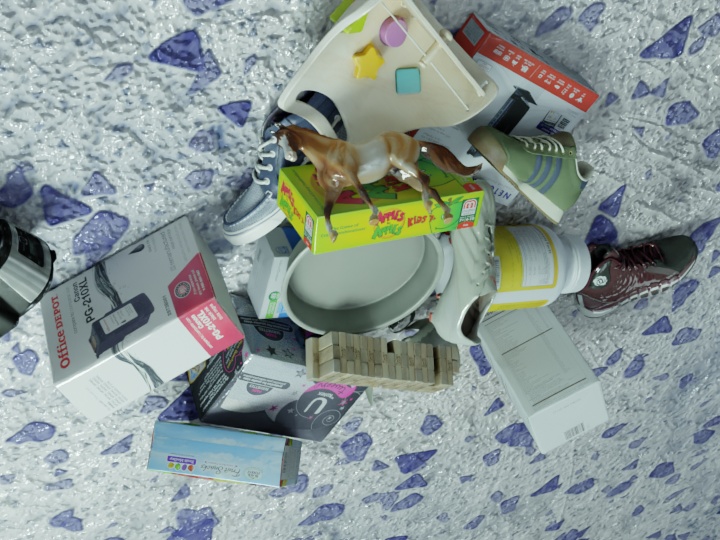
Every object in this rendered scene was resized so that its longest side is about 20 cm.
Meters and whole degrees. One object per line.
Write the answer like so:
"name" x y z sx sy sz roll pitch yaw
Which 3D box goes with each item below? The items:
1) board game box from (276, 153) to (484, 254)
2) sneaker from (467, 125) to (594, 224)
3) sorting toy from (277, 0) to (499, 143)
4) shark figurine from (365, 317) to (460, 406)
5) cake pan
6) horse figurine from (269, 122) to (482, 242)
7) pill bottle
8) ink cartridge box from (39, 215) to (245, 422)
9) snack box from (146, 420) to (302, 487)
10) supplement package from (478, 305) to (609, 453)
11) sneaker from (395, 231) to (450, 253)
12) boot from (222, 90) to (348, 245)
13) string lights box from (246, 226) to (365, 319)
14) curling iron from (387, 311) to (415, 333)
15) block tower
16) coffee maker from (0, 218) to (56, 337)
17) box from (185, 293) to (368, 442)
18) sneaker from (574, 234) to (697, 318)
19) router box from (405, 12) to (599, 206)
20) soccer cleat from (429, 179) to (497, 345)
"board game box" 0.021 -0.079 1.044 0.199 0.102 0.048 -10 129 -25
"sneaker" 0.208 -0.135 1.135 0.090 0.067 0.200 -47 136 10
"sorting toy" 0.011 -0.201 0.988 0.180 0.107 0.200 -43 136 7
"shark figurine" 0.089 0.119 1.335 0.214 0.128 0.090 -37 96 3
"cake pan" 0.000 0.000 1.144 0.199 0.037 0.201 -11 140 -10
"horse figurine" 0.019 -0.100 0.981 0.199 0.133 0.050 -11 148 -21
"pill bottle" 0.204 -0.004 1.295 0.199 0.112 0.112 -3 133 -25
"ink cartridge box" -0.249 0.054 1.088 0.199 0.145 0.084 -29 137 1
"snack box" -0.169 0.240 1.260 0.167 0.068 0.200 7 170 5
"supplement package" 0.256 0.139 1.397 0.113 0.201 0.110 -27 138 0
"sneaker" 0.035 -0.059 1.162 0.199 0.077 0.085 -7 113 -21
"boot" -0.094 -0.121 1.064 0.200 0.073 0.090 -42 130 4
"string lights box" -0.033 -0.001 1.212 0.199 0.059 0.103 -3 133 -25
"curling iron" -0.009 0.056 1.306 0.199 0.026 0.050 8 124 -33
"block tower" 0.030 0.118 1.222 0.199 0.054 0.058 8 158 -29
"coffee maker" -0.437 -0.016 0.954 0.191 0.135 0.200 -14 141 21
"box" -0.107 0.131 1.263 0.199 0.115 0.132 17 122 -39
"sneaker" 0.399 -0.013 1.420 0.199 0.076 0.116 -31 135 4
"router box" 0.155 -0.182 1.139 0.199 0.049 0.180 16 122 -38
"soccer cleat" 0.139 -0.007 1.167 0.069 0.077 0.201 3 103 -41
